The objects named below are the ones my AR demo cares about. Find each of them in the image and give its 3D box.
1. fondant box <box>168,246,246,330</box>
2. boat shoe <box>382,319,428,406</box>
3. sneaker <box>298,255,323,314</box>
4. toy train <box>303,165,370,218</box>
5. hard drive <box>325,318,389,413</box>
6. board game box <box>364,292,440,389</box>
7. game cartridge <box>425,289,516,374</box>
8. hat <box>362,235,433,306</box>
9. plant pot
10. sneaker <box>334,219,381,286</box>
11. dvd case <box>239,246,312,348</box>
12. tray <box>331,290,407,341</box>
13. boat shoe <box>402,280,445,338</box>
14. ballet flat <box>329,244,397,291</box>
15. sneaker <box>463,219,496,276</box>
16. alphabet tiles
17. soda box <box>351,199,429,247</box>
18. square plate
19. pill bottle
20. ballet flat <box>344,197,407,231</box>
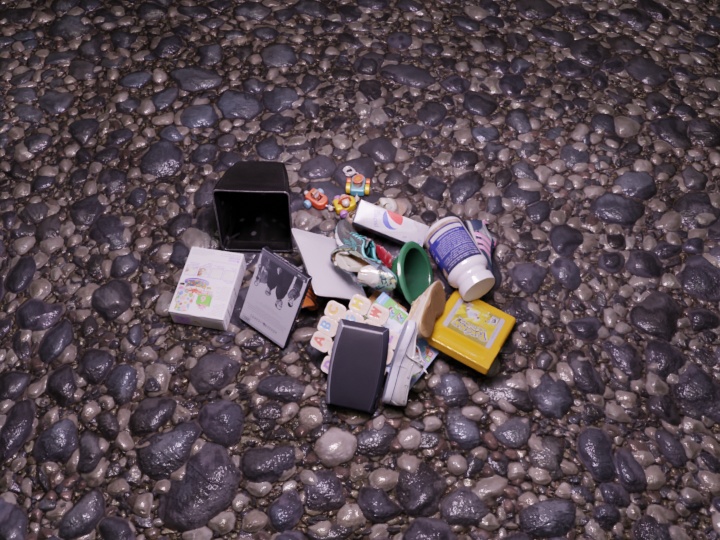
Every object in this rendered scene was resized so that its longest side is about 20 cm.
[{"bbox_3d":[-0.388,0.044,1.745,0.141,0.059,0.203,8,55,5],"label":"fondant box"},{"bbox_3d":[0.115,0.216,1.551,0.085,0.075,0.206,15,98,-3],"label":"boat shoe"},{"bbox_3d":[-0.133,0.045,1.745,0.112,0.078,0.199,50,51,3],"label":"sneaker"},{"bbox_3d":[-0.062,-0.232,1.935,0.150,0.056,0.200,38,64,22],"label":"toy train"},{"bbox_3d":[-0.009,0.223,1.572,0.132,0.042,0.204,11,94,7],"label":"hard drive"},{"bbox_3d":[0.081,0.173,1.646,0.199,0.037,0.151,41,63,5],"label":"board game box"},{"bbox_3d":[0.269,0.144,1.668,0.174,0.033,0.200,27,42,16],"label":"game cartridge"},{"bbox_3d":[0.078,0.017,1.773,0.174,0.167,0.201,-12,33,34],"label":"hat"},{"bbox_3d":[-0.275,-0.187,1.829,0.195,0.202,0.179,1,45,0],"label":"plant pot"},{"bbox_3d":[0.001,-0.062,1.783,0.077,0.091,0.202,2,52,-44],"label":"sneaker"},{"bbox_3d":[-0.209,0.067,1.662,0.149,0.202,0.025,32,25,20],"label":"dvd case"},{"bbox_3d":[0.018,0.144,1.694,0.098,0.037,0.200,34,63,21],"label":"tray"},{"bbox_3d":[0.151,0.093,1.648,0.068,0.075,0.200,-14,22,31],"label":"boat shoe"},{"bbox_3d":[0.000,0.000,1.690,0.198,0.075,0.074,28,59,34],"label":"ballet flat"},{"bbox_3d":[0.334,-0.054,1.812,0.080,0.071,0.203,-6,61,-13],"label":"sneaker"},{"bbox_3d":[-0.012,0.164,1.599,0.193,0.015,0.203,26,96,8],"label":"alphabet tiles"},{"bbox_3d":[0.079,-0.120,1.813,0.197,0.068,0.064,21,85,-3],"label":"soda box"},{"bbox_3d":[-0.081,-0.005,1.730,0.198,0.028,0.200,12,47,-48],"label":"square plate"},{"bbox_3d":[0.254,-0.029,1.738,0.114,0.117,0.202,-21,59,-14],"label":"pill bottle"},{"bbox_3d":[0.046,-0.162,1.881,0.198,0.068,0.068,-25,58,-17],"label":"ballet flat"}]
